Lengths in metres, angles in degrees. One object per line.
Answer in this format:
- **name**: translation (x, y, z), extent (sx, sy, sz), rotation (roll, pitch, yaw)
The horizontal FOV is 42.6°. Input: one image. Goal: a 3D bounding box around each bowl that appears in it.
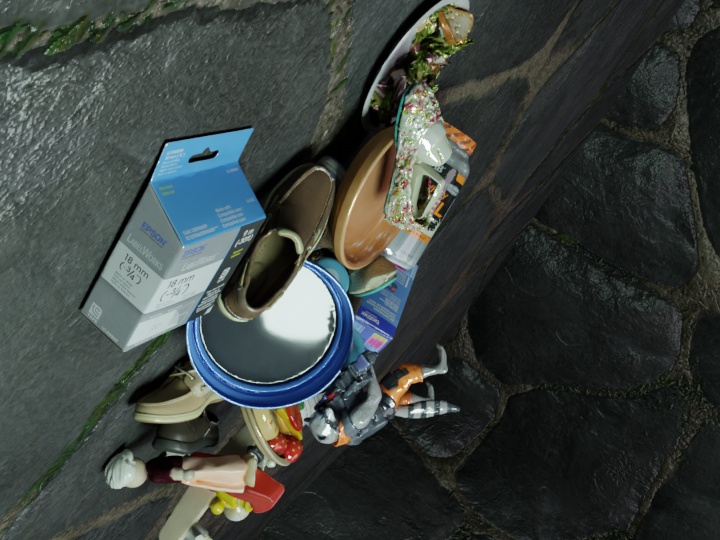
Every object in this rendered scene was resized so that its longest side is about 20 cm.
- **bowl**: translation (-0.108, 0.068, 1.104), extent (0.201, 0.200, 0.039), rotation (-52, -159, 11)

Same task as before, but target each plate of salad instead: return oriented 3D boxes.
- **plate of salad**: translation (0.075, -0.244, 1.123), extent (0.200, 0.048, 0.200), rotation (-47, 168, -13)

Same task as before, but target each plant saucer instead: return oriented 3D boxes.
- **plant saucer**: translation (0.022, -0.097, 1.134), extent (0.200, 0.037, 0.200), rotation (-49, 158, -28)

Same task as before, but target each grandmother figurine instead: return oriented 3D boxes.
- **grandmother figurine**: translation (-0.247, 0.275, 1.267), extent (0.121, 0.199, 0.061), rotation (138, -47, -71)

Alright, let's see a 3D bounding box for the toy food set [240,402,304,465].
- **toy food set**: translation (-0.136, 0.198, 1.408), extent (0.049, 0.198, 0.200), rotation (-20, 131, 9)

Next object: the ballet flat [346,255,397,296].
- **ballet flat**: translation (0.000, 0.000, 1.255), extent (0.067, 0.062, 0.200), rotation (-31, -178, -10)

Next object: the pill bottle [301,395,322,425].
- **pill bottle**: translation (-0.091, 0.196, 1.693), extent (0.200, 0.114, 0.114), rotation (-38, 163, -41)

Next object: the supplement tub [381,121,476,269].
- **supplement tub**: translation (0.070, -0.114, 1.287), extent (0.200, 0.122, 0.123), rotation (-60, 167, 4)

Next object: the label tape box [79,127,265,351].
- **label tape box**: translation (-0.162, -0.031, 0.879), extent (0.200, 0.063, 0.144), rotation (-56, 167, 27)

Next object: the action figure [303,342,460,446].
- **action figure**: translation (0.025, 0.160, 1.146), extent (0.193, 0.105, 0.200), rotation (-21, 164, -18)

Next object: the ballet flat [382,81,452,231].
- **ballet flat**: translation (0.072, -0.125, 1.067), extent (0.076, 0.064, 0.200), rotation (-44, 155, -37)

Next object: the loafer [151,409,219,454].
- **loafer**: translation (-0.237, 0.212, 1.310), extent (0.200, 0.073, 0.072), rotation (80, 21, -88)

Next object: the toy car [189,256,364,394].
- **toy car**: translation (-0.129, 0.085, 1.220), extent (0.200, 0.177, 0.184), rotation (-5, 165, -29)

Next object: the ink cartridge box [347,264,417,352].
- **ink cartridge box**: translation (0.009, 0.075, 1.492), extent (0.136, 0.076, 0.200), rotation (-49, -168, 47)

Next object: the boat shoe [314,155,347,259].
- **boat shoe**: translation (-0.054, -0.066, 1.170), extent (0.072, 0.072, 0.200), rotation (-40, 155, -19)

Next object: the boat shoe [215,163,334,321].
- **boat shoe**: translation (-0.079, -0.032, 1.007), extent (0.075, 0.075, 0.203), rotation (-8, -129, 63)

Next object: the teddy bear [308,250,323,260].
- **teddy bear**: translation (-0.031, -0.023, 1.402), extent (0.200, 0.067, 0.145), rotation (-37, 155, -23)

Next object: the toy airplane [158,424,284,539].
- **toy airplane**: translation (-0.221, 0.331, 1.429), extent (0.200, 0.199, 0.141), rotation (-23, 121, -4)

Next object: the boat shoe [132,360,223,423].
- **boat shoe**: translation (-0.227, 0.149, 1.211), extent (0.200, 0.071, 0.065), rotation (-21, 114, -65)
